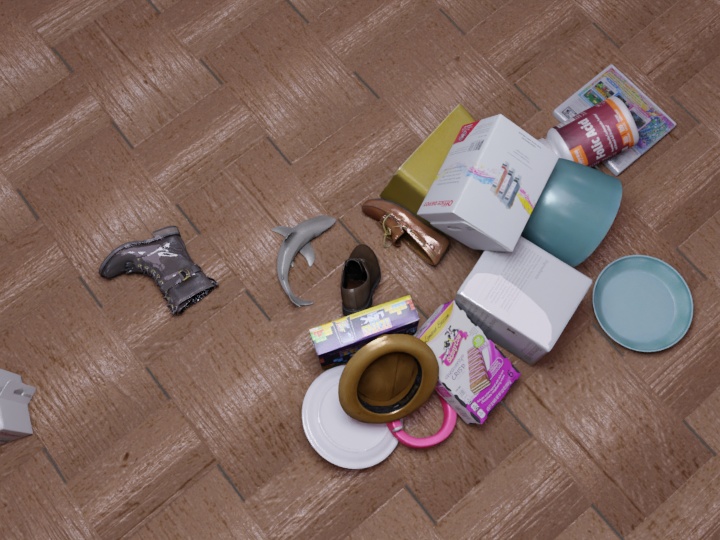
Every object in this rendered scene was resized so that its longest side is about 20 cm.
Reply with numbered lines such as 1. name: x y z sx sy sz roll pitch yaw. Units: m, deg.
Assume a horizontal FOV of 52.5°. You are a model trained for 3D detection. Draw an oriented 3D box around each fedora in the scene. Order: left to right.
1. fedora: 0.044 0.184 1.324 0.200 0.201 0.082 -19 34 -5

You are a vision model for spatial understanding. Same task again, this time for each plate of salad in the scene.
1. plate of salad: -0.016 0.281 1.405 0.200 0.048 0.200 6 65 -13

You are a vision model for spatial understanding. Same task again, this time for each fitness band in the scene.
1. fitness band: 0.105 0.242 1.409 0.144 0.037 0.200 -14 72 -20

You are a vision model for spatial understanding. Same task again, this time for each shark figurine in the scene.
1. shark figurine: -0.140 -0.032 1.488 0.128 0.090 0.215 14 72 6

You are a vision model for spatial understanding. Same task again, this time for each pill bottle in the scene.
1. pill bottle: 0.460 -0.266 1.519 0.200 0.114 0.114 -28 75 8

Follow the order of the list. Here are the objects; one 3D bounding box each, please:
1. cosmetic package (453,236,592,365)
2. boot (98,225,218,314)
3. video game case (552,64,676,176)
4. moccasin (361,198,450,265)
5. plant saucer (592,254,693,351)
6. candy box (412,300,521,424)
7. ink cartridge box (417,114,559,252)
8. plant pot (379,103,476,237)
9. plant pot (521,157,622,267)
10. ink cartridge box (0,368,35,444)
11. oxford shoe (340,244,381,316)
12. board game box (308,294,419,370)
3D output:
1. cosmetic package: 0.304 0.052 1.415 0.200 0.167 0.166 33 76 11
2. boot: -0.411 0.015 1.485 0.200 0.069 0.174 -29 75 -10
3. video game case: 0.556 -0.332 1.600 0.182 0.024 0.200 -39 76 -10
4. moccasin: 0.085 -0.079 1.507 0.201 0.074 0.078 36 73 8
5. plant saucer: 0.565 0.069 1.475 0.200 0.036 0.200 0 74 1
6. candy box: 0.192 0.176 1.395 0.200 0.061 0.136 46 67 -5
7. ink cartridge box: 0.228 -0.152 1.323 0.145 0.145 0.200 31 83 -20
8. plant pot: 0.188 -0.176 1.477 0.200 0.196 0.194 42 78 0
9. plant pot: 0.382 -0.128 1.431 0.161 0.201 0.201 26 75 -8
10. ink cartridge box: -0.730 0.271 1.382 0.200 0.129 0.125 -19 75 -4
11. oxford shoe: 0.000 0.000 1.442 0.073 0.084 0.200 -4 36 7
12. board game box: 0.009 0.123 1.399 0.200 0.165 0.057 -19 74 -4
